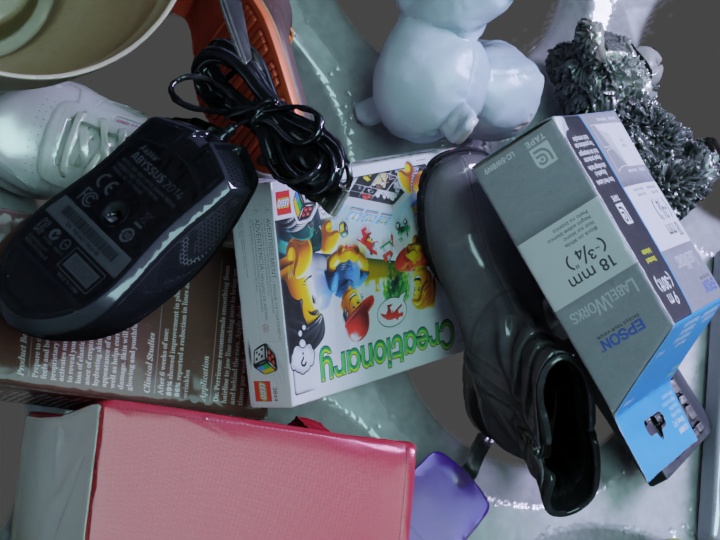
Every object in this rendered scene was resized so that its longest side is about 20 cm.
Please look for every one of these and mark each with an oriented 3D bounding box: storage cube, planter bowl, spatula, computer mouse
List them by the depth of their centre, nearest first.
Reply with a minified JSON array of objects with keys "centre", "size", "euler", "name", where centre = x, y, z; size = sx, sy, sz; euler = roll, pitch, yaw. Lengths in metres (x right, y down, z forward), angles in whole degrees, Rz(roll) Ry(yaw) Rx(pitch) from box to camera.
[{"centre":[-0.106,-0.025,1.120],"size":[0.200,0.053,0.139],"euler":[-38,53,-7],"name":"computer mouse"},{"centre":[-0.089,0.172,1.125],"size":[0.178,0.171,0.202],"euler":[11,81,-21],"name":"storage cube"},{"centre":[-0.208,-0.190,1.162],"size":[0.199,0.135,0.202],"euler":[5,79,-25],"name":"planter bowl"},{"centre":[0.083,0.102,1.306],"size":[0.057,0.021,0.200],"euler":[46,60,-11],"name":"spatula"}]

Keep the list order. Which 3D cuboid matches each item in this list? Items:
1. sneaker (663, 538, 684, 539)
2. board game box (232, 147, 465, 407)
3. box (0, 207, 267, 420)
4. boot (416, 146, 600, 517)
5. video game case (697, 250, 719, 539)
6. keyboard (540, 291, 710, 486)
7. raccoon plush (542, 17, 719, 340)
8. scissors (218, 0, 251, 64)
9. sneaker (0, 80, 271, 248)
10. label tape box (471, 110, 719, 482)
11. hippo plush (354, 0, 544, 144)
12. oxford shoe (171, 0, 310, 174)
[{"centre":[0.170,0.241,1.291],"size":[0.072,0.083,0.200],"euler":[42,66,-12],"name":"sneaker"},{"centre":[0.000,0.000,1.221],"size":[0.199,0.034,0.127],"euler":[-15,101,-54],"name":"board game box"},{"centre":[-0.152,0.030,1.185],"size":[0.199,0.075,0.101],"euler":[11,77,-25],"name":"box"},{"centre":[0.096,0.032,1.205],"size":[0.069,0.132,0.201],"euler":[-21,112,-9],"name":"boot"},{"centre":[0.317,0.099,1.420],"size":[0.181,0.023,0.202],"euler":[12,75,-23],"name":"video game case"},{"centre":[0.146,0.049,1.333],"size":[0.127,0.021,0.201],"euler":[-37,95,-39],"name":"keyboard"},{"centre":[0.146,-0.071,1.316],"size":[0.134,0.097,0.200],"euler":[46,48,-5],"name":"raccoon plush"},{"centre":[-0.082,-0.167,1.148],"size":[0.073,0.014,0.200],"euler":[38,23,-15],"name":"scissors"},{"centre":[-0.133,-0.069,1.195],"size":[0.199,0.099,0.076],"euler":[17,79,-20],"name":"sneaker"},{"centre":[0.157,0.009,1.198],"size":[0.201,0.063,0.144],"euler":[60,21,6],"name":"label tape box"},{"centre":[0.071,-0.157,1.274],"size":[0.199,0.159,0.162],"euler":[4,90,-43],"name":"hippo plush"},{"centre":[-0.060,-0.137,1.224],"size":[0.072,0.071,0.201],"euler":[12,45,-43],"name":"oxford shoe"}]
